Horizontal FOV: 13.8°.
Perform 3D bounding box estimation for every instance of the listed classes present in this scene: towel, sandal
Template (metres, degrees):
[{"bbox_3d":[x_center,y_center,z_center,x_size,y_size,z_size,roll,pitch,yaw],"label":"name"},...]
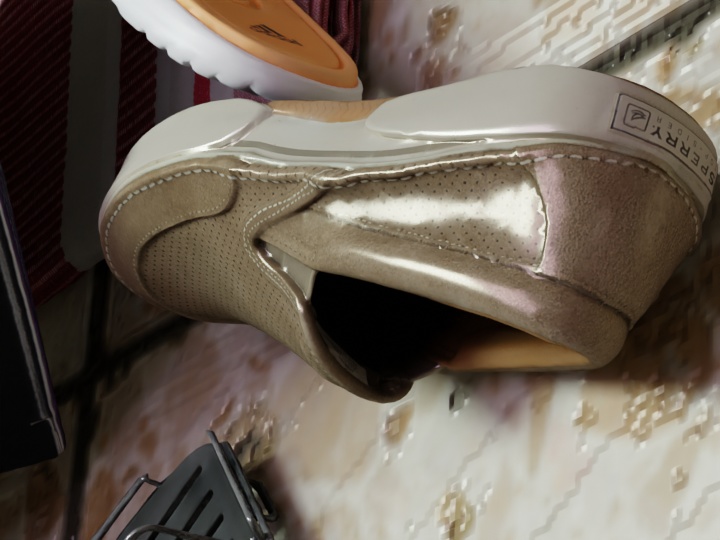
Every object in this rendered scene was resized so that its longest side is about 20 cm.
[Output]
[{"bbox_3d":[-0.064,-0.074,0.901,0.200,0.023,0.144,-32,48,46],"label":"towel"},{"bbox_3d":[-0.048,-0.105,0.807,0.207,0.079,0.059,42,109,47],"label":"sandal"}]

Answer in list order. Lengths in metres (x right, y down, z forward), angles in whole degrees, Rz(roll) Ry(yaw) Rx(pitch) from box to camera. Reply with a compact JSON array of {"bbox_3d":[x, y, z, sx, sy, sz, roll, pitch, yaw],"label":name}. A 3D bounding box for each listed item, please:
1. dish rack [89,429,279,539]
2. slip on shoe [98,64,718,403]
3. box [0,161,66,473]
[{"bbox_3d":[-0.058,0.135,0.727,0.153,0.055,0.200,-54,33,19],"label":"dish rack"},{"bbox_3d":[0.000,0.000,0.710,0.200,0.076,0.061,-6,59,47],"label":"slip on shoe"},{"bbox_3d":[-0.161,-0.051,0.856,0.148,0.104,0.200,83,172,-51],"label":"box"}]
